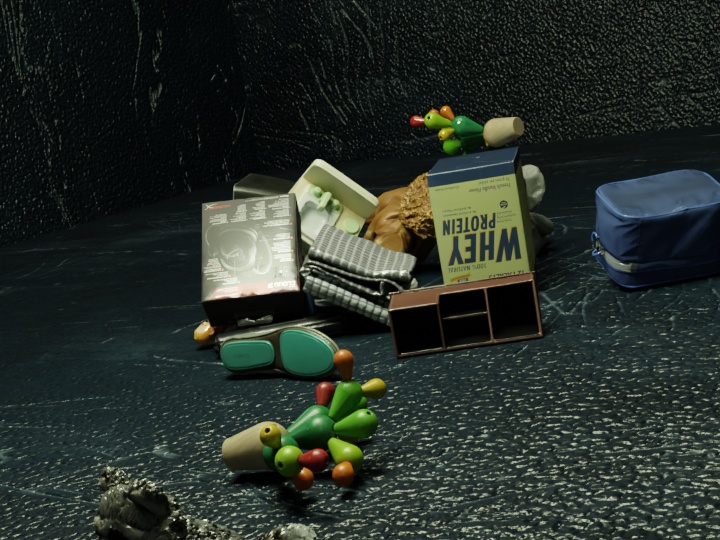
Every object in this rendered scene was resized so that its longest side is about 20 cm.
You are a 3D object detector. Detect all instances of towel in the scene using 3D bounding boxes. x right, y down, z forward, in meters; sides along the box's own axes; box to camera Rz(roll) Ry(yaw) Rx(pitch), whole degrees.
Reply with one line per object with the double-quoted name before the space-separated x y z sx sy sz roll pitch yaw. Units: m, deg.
"towel" 0.000 0.000 1.777 0.164 0.086 0.200 21 12 0

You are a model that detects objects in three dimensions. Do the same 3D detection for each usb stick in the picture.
"usb stick" -0.116 0.091 1.742 0.197 0.033 0.055 -11 3 -3

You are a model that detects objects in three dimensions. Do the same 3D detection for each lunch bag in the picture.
"lunch bag" 0.427 -0.051 1.719 0.197 0.134 0.136 -10 26 -4

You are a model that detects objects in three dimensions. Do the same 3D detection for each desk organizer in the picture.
"desk organizer" 0.138 0.059 1.570 0.197 0.073 0.077 -9 13 7

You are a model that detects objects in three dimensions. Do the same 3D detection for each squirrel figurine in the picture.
"squirrel figurine" 0.074 -0.075 2.042 0.200 0.142 0.187 -44 1 29

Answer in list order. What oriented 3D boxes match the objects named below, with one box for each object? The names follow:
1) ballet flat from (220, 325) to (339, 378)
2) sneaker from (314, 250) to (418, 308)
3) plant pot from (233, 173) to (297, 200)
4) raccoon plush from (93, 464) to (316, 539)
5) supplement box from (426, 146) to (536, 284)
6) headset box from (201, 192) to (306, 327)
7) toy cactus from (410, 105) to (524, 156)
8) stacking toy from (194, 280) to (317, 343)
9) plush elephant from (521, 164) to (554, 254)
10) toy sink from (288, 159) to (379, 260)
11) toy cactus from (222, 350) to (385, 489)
"ballet flat" -0.096 0.104 1.569 0.198 0.068 0.063 -3 6 34
"sneaker" -0.008 0.013 1.921 0.198 0.080 0.074 -9 12 8
"plant pot" -0.131 -0.063 2.179 0.175 0.202 0.200 3 11 3
"raccoon plush" -0.125 0.195 0.920 0.096 0.136 0.200 -5 12 31
"supplement box" 0.192 -0.072 1.847 0.133 0.202 0.200 -8 11 12
"headset box" -0.160 -0.009 1.787 0.147 0.202 0.078 -7 -33 2
"toy cactus" 0.191 -0.211 1.950 0.164 0.103 0.199 -12 -39 46
"stacking toy" -0.176 0.057 1.843 0.199 0.111 0.116 -30 22 -30
"plush elephant" 0.250 -0.099 2.054 0.163 0.157 0.200 -9 10 3
"toy sink" -0.076 -0.069 1.977 0.200 0.130 0.113 -41 18 58
"toy cactus" -0.064 0.159 1.177 0.163 0.103 0.200 -16 16 21
